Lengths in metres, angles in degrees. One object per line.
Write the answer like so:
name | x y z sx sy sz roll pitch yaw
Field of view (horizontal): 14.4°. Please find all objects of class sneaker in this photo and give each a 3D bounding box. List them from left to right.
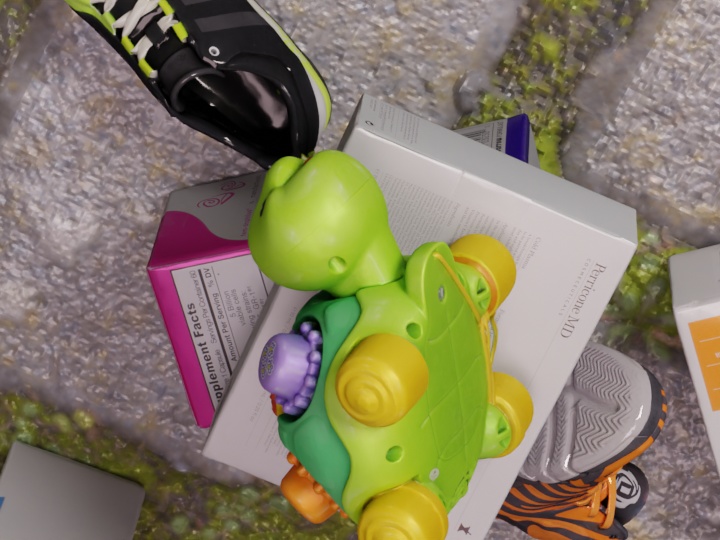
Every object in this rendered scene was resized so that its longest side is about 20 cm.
sneaker | -0.089 -0.123 1.447 0.200 0.083 0.072 38 112 -13
sneaker | 0.122 0.095 1.511 0.112 0.078 0.200 21 159 -27

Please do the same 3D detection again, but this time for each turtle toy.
turtle toy | 0.005 0.038 1.330 0.101 0.146 0.200 3 117 26

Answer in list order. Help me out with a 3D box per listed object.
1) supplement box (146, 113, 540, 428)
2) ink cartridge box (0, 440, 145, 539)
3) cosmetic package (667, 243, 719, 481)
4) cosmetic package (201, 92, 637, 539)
supplement box | 0.000 0.000 1.488 0.200 0.101 0.103 -10 114 9
ink cartridge box | -0.197 0.221 1.581 0.085 0.145 0.200 19 115 -5
cosmetic package | 0.237 0.081 1.526 0.101 0.071 0.200 -14 114 10
cosmetic package | 0.028 0.032 1.417 0.151 0.052 0.200 24 114 -5
